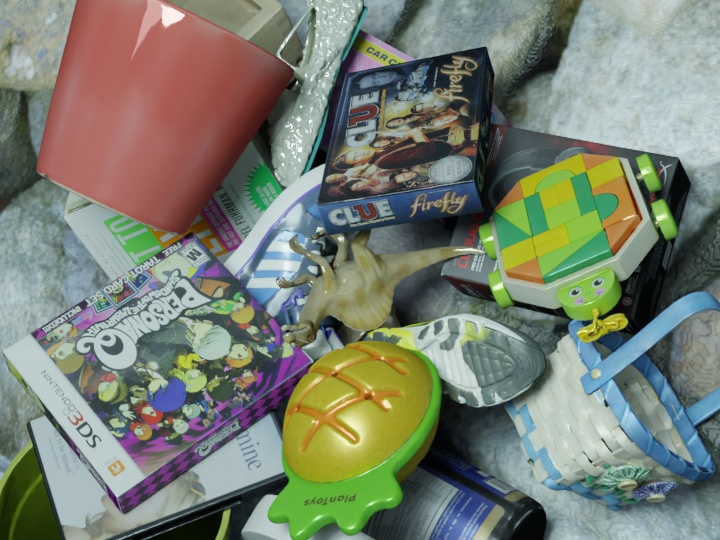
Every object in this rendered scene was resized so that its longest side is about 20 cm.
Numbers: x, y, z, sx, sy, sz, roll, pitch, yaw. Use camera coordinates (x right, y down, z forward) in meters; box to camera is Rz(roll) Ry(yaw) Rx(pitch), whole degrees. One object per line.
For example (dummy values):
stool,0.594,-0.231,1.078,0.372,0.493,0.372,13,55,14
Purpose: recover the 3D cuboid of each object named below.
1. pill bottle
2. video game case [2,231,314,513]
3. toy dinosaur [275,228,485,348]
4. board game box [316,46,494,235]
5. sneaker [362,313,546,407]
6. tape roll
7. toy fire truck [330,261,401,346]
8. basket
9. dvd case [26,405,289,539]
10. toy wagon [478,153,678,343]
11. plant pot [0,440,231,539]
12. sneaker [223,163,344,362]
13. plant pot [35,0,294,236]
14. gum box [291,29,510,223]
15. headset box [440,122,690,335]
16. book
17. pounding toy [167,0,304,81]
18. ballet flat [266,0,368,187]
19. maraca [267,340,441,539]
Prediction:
pill bottle,0.049,0.203,1.246,0.200,0.112,0.112,27,85,27
video game case,-0.170,0.080,1.228,0.200,0.036,0.181,-33,60,-20
toy dinosaur,0.000,0.000,1.253,0.200,0.058,0.101,-28,83,-23
board game box,0.042,-0.114,1.254,0.135,0.035,0.200,-9,39,15
sneaker,0.086,0.065,1.213,0.200,0.085,0.075,1,101,50
tape roll,-0.005,0.252,1.203,0.203,0.203,0.037,22,70,26
toy fire truck,-0.015,0.060,1.350,0.141,0.049,0.200,-15,68,17
basket,0.235,0.101,1.173,0.200,0.176,0.139,-44,50,19
dvd case,-0.164,0.150,1.211,0.200,0.018,0.143,-20,52,-11
toy wagon,0.175,-0.021,1.170,0.155,0.040,0.200,-24,33,14
plant pot,-0.199,0.254,1.266,0.200,0.193,0.201,-2,52,3
sneaker,-0.043,0.019,1.309,0.146,0.081,0.200,42,88,19
plant pot,-0.183,-0.138,1.271,0.200,0.200,0.177,26,94,26
gum box,0.025,-0.146,1.387,0.200,0.066,0.114,32,88,27
headset box,0.173,-0.039,1.290,0.200,0.077,0.149,14,80,23
book,-0.164,-0.052,1.405,0.200,0.134,0.048,-21,33,15
pounding toy,-0.157,-0.190,1.451,0.184,0.142,0.200,-45,62,-8
ballet flat,-0.055,-0.174,1.348,0.072,0.072,0.200,13,76,25
maraca,-0.004,0.132,1.139,0.137,0.107,0.200,-15,33,28
